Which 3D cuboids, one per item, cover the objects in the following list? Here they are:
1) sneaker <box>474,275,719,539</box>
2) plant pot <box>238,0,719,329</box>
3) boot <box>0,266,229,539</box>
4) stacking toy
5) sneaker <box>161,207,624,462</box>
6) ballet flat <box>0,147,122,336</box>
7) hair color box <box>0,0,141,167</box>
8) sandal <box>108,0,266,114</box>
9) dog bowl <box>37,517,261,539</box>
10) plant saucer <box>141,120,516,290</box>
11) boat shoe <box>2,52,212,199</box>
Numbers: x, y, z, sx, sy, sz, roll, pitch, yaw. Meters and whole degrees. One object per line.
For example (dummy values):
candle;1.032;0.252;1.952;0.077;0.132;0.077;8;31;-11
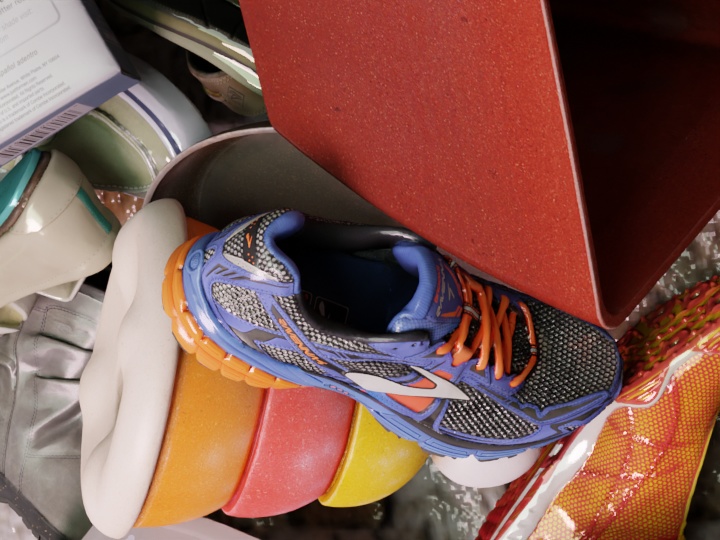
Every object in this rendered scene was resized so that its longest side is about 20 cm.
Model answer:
sneaker;0.125;0.081;1.133;0.077;0.073;0.200;32;123;-4
plant pot;0.058;-0.127;1.011;0.176;0.200;0.200;14;133;34
boot;-0.128;0.069;1.267;0.200;0.068;0.131;25;108;21
stacking toy;-0.016;0.055;1.124;0.199;0.146;0.147;10;112;-13
sneaker;0.023;0.024;1.042;0.078;0.199;0.076;-38;45;55
ballet flat;-0.170;0.001;1.217;0.200;0.069;0.070;-25;90;55
hair color box;-0.190;-0.144;1.122;0.099;0.061;0.200;-31;88;4
sandal;-0.042;-0.094;1.162;0.201;0.080;0.057;34;134;18
dog bowl;-0.071;0.186;1.200;0.199;0.059;0.200;19;149;11
plant saucer;0.000;0.000;1.146;0.200;0.032;0.201;14;142;11
boat shoe;-0.148;-0.068;1.216;0.200;0.062;0.072;21;137;40
